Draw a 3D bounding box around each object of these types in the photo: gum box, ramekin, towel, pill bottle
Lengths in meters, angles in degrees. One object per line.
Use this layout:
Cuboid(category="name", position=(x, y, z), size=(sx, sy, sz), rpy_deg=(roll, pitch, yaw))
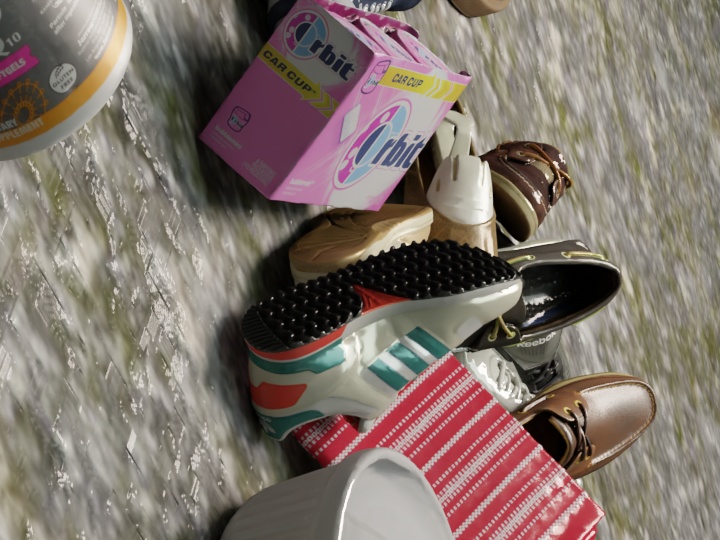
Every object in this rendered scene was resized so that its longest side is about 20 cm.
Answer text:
Cuboid(category="gum box", position=(-0.010, -0.105, 1.622), size=(0.066, 0.114, 0.200), rpy_deg=(41, 13, 17))
Cuboid(category="ramekin", position=(-0.013, 0.211, 1.499), size=(0.202, 0.094, 0.204), rpy_deg=(-10, 90, -66))
Cuboid(category="towel", position=(0.057, 0.134, 1.633), size=(0.200, 0.022, 0.145), rpy_deg=(46, 48, 2))
Cuboid(category="pill bottle", position=(-0.198, -0.154, 1.177), size=(0.200, 0.116, 0.117), rpy_deg=(56, 31, -45))

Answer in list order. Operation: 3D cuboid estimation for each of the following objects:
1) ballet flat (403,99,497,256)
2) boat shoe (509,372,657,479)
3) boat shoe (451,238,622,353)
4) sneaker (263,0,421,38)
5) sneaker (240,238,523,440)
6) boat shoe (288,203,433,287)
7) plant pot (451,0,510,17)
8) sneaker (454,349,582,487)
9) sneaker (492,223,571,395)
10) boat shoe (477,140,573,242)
Cuboid(category="ballet flat", position=(0.067, -0.066, 1.818), size=(0.200, 0.067, 0.073), rpy_deg=(-97, -159, -55))
Cuboid(category="boat shoe", position=(0.141, 0.126, 1.835), size=(0.199, 0.067, 0.072), rpy_deg=(-18, 96, -28))
Cuboid(category="boat shoe", position=(0.102, 0.020, 1.820), size=(0.200, 0.060, 0.072), rpy_deg=(-18, 110, -35))
Cuboid(category="sneaker", position=(-0.010, -0.185, 1.736), size=(0.200, 0.070, 0.109), rpy_deg=(23, 54, -58))
Cuboid(category="sneaker", position=(0.013, 0.048, 1.588), size=(0.199, 0.070, 0.094), rpy_deg=(-18, 126, -29))
Cuboid(category="boat shoe", position=(0.000, 0.000, 1.691), size=(0.200, 0.073, 0.070), rpy_deg=(-33, 123, -66))
Cuboid(category="plant pot", position=(0.115, -0.319, 2.097), size=(0.201, 0.092, 0.202), rpy_deg=(-11, 90, -68))
Cuboid(category="sneaker", position=(0.109, 0.108, 1.896), size=(0.075, 0.081, 0.201), rpy_deg=(-66, 139, -53))
Cuboid(category="sneaker", position=(0.125, 0.053, 1.938), size=(0.201, 0.066, 0.090), rpy_deg=(66, -14, -23))
Cuboid(category="boat shoe", position=(0.124, -0.073, 1.935), size=(0.072, 0.072, 0.200), rpy_deg=(51, 2, -4))
